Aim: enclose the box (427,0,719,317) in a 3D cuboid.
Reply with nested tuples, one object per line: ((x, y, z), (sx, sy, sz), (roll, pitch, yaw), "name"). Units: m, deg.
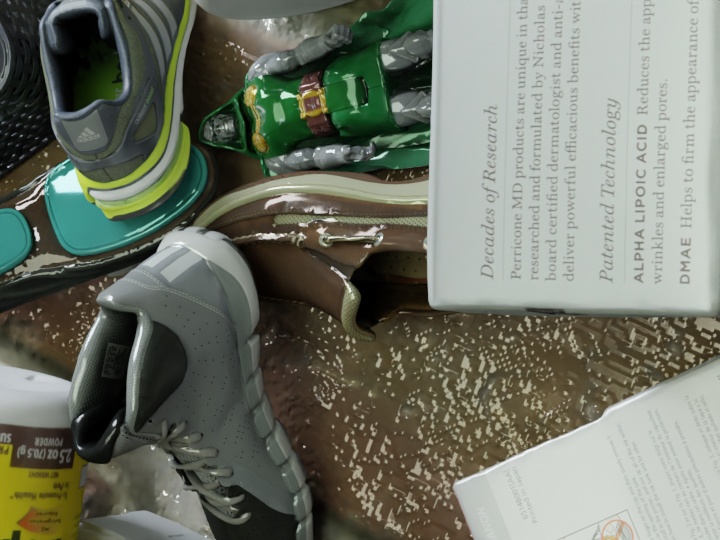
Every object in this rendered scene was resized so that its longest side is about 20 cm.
((0.129, -0.079, 0.967), (0.130, 0.199, 0.201), (1, 90, 28), "box")

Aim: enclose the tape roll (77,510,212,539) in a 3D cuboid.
((-0.134, 0.232, 1.169), (0.202, 0.071, 0.203), (-1, 89, 28), "tape roll")

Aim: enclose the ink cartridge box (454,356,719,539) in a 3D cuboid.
((0.160, 0.155, 1.024), (0.176, 0.045, 0.201), (-27, 77, 24), "ink cartridge box")

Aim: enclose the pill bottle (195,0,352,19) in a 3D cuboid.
((-0.048, -0.238, 1.111), (0.112, 0.113, 0.201), (-15, 82, 26), "pill bottle")

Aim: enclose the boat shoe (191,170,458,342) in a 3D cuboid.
((-0.002, -0.004, 1.090), (0.202, 0.075, 0.075), (-7, 48, 27), "boat shoe")

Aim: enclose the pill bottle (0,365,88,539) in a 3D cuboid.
((-0.199, 0.151, 1.103), (0.109, 0.109, 0.201), (11, 95, 27), "pill bottle")

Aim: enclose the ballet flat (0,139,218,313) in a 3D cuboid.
((-0.162, -0.019, 1.183), (0.199, 0.068, 0.068), (-19, 70, 9), "ballet flat")

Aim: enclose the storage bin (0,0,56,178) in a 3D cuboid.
((-0.247, -0.152, 1.223), (0.135, 0.094, 0.201), (-33, 75, 22), "storage bin")

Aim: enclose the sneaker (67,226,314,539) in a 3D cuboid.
((-0.094, 0.088, 1.097), (0.075, 0.115, 0.201), (1, 113, 39), "sneaker")

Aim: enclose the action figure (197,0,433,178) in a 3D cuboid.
((0.002, -0.090, 1.118), (0.199, 0.055, 0.119), (-14, 86, 31), "action figure")

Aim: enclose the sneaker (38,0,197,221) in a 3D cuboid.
((-0.128, -0.129, 1.142), (0.074, 0.081, 0.201), (-15, 57, 11), "sneaker")
